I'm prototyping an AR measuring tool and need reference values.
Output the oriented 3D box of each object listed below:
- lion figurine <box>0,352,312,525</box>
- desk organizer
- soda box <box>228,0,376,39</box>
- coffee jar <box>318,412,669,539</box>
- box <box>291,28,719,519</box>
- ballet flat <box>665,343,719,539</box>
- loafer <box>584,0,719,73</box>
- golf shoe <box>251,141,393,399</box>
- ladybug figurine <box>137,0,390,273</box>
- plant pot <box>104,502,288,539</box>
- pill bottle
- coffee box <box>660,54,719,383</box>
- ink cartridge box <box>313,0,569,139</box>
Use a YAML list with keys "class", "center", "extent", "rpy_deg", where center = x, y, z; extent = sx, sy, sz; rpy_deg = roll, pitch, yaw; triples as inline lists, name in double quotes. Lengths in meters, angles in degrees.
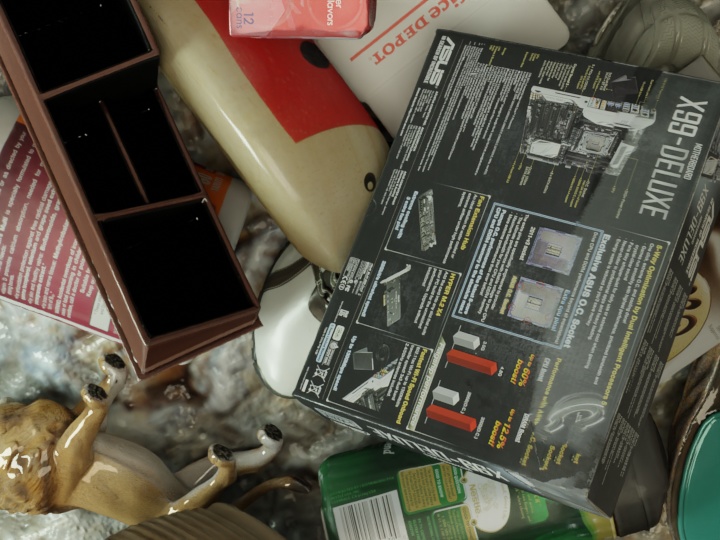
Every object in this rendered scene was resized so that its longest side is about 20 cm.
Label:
- class: "lion figurine"
  center: [-0.140, 0.124, 0.884]
  extent: [0.199, 0.073, 0.123]
  rpy_deg: [30, 116, -12]
- class: "desk organizer"
  center: [-0.118, -0.056, 0.732]
  extent: [0.071, 0.077, 0.202]
  rpy_deg: [-23, 82, -14]
- class: "soda box"
  center: [-0.026, -0.210, 0.668]
  extent: [0.069, 0.063, 0.203]
  rpy_deg: [1, 107, 1]
- class: "coffee jar"
  center: [0.080, 0.128, 0.857]
  extent: [0.197, 0.104, 0.086]
  rpy_deg: [-14, 80, 6]
- class: "box"
  center: [0.075, -0.005, 0.694]
  extent: [0.156, 0.050, 0.202]
  rpy_deg: [15, 77, 29]
- class: "ballet flat"
  center: [0.218, 0.067, 0.855]
  extent: [0.067, 0.067, 0.202]
  rpy_deg: [10, 108, -9]
- class: "loafer"
  center: [0.133, -0.067, 0.819]
  extent: [0.069, 0.070, 0.201]
  rpy_deg: [13, 125, -23]
- class: "golf shoe"
  center: [0.000, 0.000, 0.827]
  extent: [0.077, 0.095, 0.201]
  rpy_deg: [31, 108, -12]
- class: "ladybug figurine"
  center: [-0.049, -0.090, 0.775]
  extent: [0.072, 0.136, 0.201]
  rpy_deg: [-37, 74, -2]
- class: "plant pot"
  center: [-0.070, 0.200, 0.839]
  extent: [0.201, 0.201, 0.093]
  rpy_deg: [42, 69, -10]
- class: "pill bottle"
  center: [-0.168, -0.030, 0.815]
  extent: [0.198, 0.110, 0.111]
  rpy_deg: [21, 107, -5]
- class: "coffee box"
  center: [0.133, 0.000, 0.767]
  extent: [0.199, 0.080, 0.113]
  rpy_deg: [-36, 134, 9]
- class: "ink cartridge box"
  center: [0.011, -0.175, 0.786]
  extent: [0.116, 0.068, 0.201]
  rpy_deg: [-35, 102, 12]
